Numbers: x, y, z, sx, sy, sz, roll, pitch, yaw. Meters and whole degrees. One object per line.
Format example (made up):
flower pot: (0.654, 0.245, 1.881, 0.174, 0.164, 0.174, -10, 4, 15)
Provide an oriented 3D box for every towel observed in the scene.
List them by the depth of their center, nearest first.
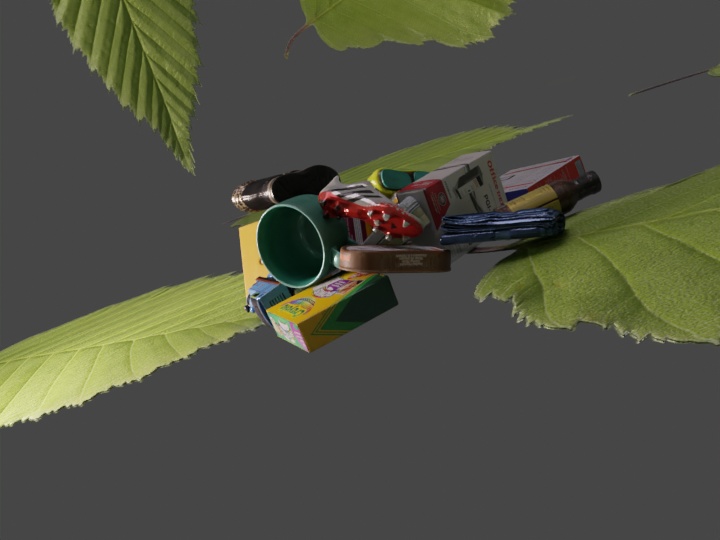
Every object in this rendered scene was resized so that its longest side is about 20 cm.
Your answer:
towel: (0.235, -0.075, 1.521, 0.196, 0.050, 0.111, -5, 2, 21)

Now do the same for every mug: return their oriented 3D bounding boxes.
mug: (-0.085, -0.047, 1.655, 0.152, 0.185, 0.114, -48, -11, 35)

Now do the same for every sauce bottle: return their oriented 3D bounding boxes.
sauce bottle: (0.331, -0.118, 1.620, 0.197, 0.066, 0.065, -23, 11, -9)

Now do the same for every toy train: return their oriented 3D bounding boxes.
toy train: (-0.161, 0.048, 1.762, 0.113, 0.088, 0.199, -32, 14, -17)

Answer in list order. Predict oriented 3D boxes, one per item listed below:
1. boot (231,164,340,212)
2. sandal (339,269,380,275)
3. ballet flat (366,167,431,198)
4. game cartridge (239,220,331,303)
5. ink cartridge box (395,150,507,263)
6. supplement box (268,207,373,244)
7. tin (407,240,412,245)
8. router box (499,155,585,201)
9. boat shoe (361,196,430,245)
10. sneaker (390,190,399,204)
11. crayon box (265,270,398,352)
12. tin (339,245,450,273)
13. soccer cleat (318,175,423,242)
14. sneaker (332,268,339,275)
boot: (-0.149, -0.161, 1.856, 0.149, 0.075, 0.198, -6, 9, 43)
sandal: (0.000, 0.000, 1.759, 0.074, 0.046, 0.200, -24, 12, -7)
ballet flat: (0.091, -0.162, 1.813, 0.197, 0.068, 0.067, 5, -23, -39)
game cartridge: (-0.155, -0.029, 1.894, 0.197, 0.180, 0.032, -15, -17, 23)
ink cartridge box: (0.177, -0.116, 1.687, 0.199, 0.149, 0.082, -32, 17, -37)
supplement box: (-0.070, -0.081, 1.790, 0.196, 0.113, 0.086, -8, 0, 7)
tin: (0.110, -0.051, 1.807, 0.197, 0.042, 0.112, -15, 18, 33)
router box: (0.326, -0.164, 1.866, 0.178, 0.050, 0.199, -31, 14, -33)
boat shoe: (0.052, -0.050, 1.648, 0.072, 0.062, 0.200, -35, -10, -42)
sneaker: (0.152, -0.113, 1.771, 0.197, 0.076, 0.091, -12, 44, -23)
crayon box: (-0.052, 0.062, 1.547, 0.170, 0.059, 0.199, -26, 12, -17)
tin: (0.060, -0.020, 1.534, 0.196, 0.043, 0.112, -1, 11, -25)
soccer cleat: (0.022, -0.111, 1.571, 0.197, 0.069, 0.086, 16, 54, 20)
sneaker: (-0.120, -0.009, 1.934, 0.197, 0.083, 0.075, -23, 11, 1)
